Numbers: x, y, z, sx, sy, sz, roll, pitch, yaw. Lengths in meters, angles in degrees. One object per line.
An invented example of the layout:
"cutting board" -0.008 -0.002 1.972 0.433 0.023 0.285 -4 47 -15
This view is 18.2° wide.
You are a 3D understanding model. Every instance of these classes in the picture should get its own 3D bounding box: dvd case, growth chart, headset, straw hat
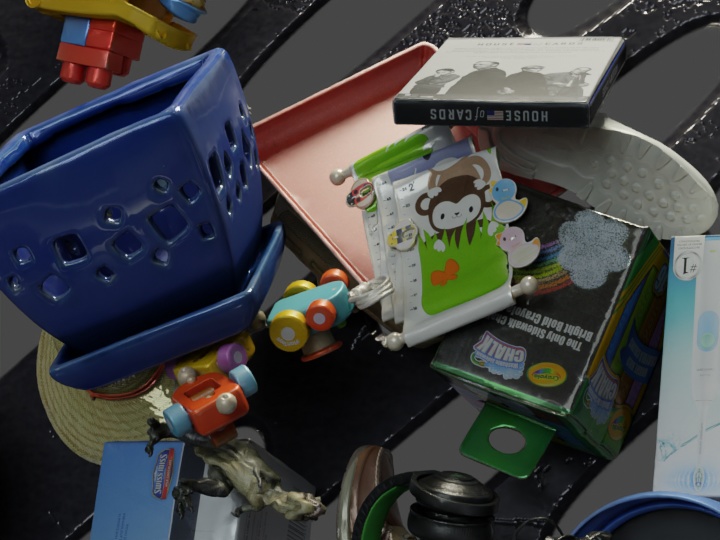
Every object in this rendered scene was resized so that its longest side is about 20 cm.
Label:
"dvd case" 0.119 -0.148 1.739 0.149 0.200 0.025 2 109 15
"growth chart" 0.058 -0.034 1.687 0.144 0.018 0.201 -31 50 17
"headset" 0.079 0.201 1.599 0.199 0.094 0.125 -13 80 46
"straw hat" -0.209 0.059 1.864 0.200 0.085 0.203 -9 65 21

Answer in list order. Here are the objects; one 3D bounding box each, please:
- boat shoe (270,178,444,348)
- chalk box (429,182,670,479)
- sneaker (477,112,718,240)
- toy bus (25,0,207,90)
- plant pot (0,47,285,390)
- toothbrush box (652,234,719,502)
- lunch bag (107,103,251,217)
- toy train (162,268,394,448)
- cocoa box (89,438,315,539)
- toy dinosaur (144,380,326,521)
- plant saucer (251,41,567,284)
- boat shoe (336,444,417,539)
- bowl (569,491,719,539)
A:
"boat shoe" 0.000 0.000 1.812 0.200 0.071 0.065 49 128 30
"chalk box" 0.143 0.060 1.682 0.124 0.124 0.201 20 80 29
"sneaker" 0.193 -0.091 1.751 0.199 0.080 0.077 28 116 13
"toy bus" -0.193 -0.250 1.968 0.199 0.136 0.194 8 86 24
"plant pot" -0.167 -0.033 1.699 0.199 0.200 0.181 -22 104 13
"toothbrush box" 0.297 0.079 1.625 0.145 0.085 0.202 -1 70 25
"lunch bag" -0.182 -0.090 1.876 0.200 0.161 0.083 -40 97 2
"toy train" -0.065 0.071 1.655 0.199 0.056 0.150 -31 20 -20
"cocoa box" -0.128 0.243 1.723 0.130 0.133 0.202 -2 69 23
"toy dinosaur" -0.110 0.137 1.641 0.200 0.088 0.048 41 123 38
"plant saucer" 0.032 -0.077 1.798 0.199 0.037 0.200 -28 57 -22
"boat shoe" 0.026 0.231 1.699 0.071 0.076 0.202 -8 75 17
"bowl" 0.223 0.252 1.569 0.199 0.039 0.202 4 98 31
